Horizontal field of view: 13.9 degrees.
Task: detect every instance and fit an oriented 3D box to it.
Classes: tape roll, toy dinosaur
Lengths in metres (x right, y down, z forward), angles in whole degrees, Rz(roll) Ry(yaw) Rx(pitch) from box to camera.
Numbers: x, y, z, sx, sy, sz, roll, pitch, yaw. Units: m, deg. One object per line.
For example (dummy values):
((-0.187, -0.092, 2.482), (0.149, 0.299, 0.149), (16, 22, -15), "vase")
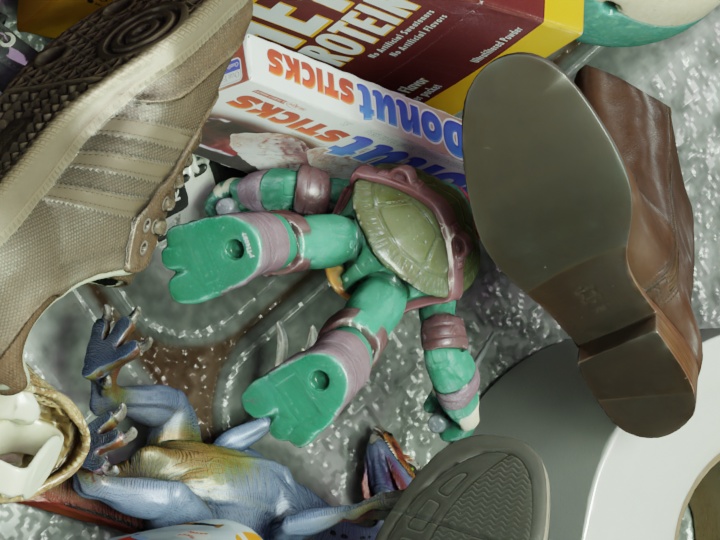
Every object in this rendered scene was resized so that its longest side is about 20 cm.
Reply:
((0.150, 0.127, 1.339), (0.202, 0.139, 0.204), (2, 87, -27), "tape roll")
((-0.059, 0.088, 1.287), (0.181, 0.200, 0.105), (44, 30, -43), "toy dinosaur")

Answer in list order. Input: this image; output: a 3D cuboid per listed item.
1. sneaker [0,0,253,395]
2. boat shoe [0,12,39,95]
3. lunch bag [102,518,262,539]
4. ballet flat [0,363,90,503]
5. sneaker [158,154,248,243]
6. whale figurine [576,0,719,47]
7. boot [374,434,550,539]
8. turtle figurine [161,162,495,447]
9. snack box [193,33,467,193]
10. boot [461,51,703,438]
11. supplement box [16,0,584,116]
((-0.102, -0.036, 1.112), (0.200, 0.070, 0.076), (-47, 123, -33), "sneaker")
((-0.162, -0.086, 1.170), (0.200, 0.069, 0.057), (43, 66, 1), "boat shoe")
((-0.091, 0.210, 1.212), (0.160, 0.076, 0.201), (-13, 98, 5), "lunch bag")
((-0.163, 0.067, 1.127), (0.200, 0.065, 0.071), (-17, 128, -65), "ballet flat")
((-0.103, -0.038, 1.245), (0.200, 0.088, 0.074), (-31, 100, -27), "sneaker")
((0.116, -0.192, 1.377), (0.159, 0.104, 0.201), (24, 52, -24), "whale figurine")
((0.049, 0.182, 1.233), (0.151, 0.073, 0.201), (48, 50, -62), "boot")
((0.000, 0.000, 1.235), (0.150, 0.101, 0.200), (41, 25, 12), "turtle figurine")
((-0.011, -0.057, 1.261), (0.200, 0.072, 0.024), (18, 61, -50), "snack box")
((0.098, -0.051, 1.252), (0.200, 0.064, 0.187), (-77, 148, -58), "boot")
((-0.022, -0.188, 1.247), (0.199, 0.133, 0.198), (13, 68, -26), "supplement box")
